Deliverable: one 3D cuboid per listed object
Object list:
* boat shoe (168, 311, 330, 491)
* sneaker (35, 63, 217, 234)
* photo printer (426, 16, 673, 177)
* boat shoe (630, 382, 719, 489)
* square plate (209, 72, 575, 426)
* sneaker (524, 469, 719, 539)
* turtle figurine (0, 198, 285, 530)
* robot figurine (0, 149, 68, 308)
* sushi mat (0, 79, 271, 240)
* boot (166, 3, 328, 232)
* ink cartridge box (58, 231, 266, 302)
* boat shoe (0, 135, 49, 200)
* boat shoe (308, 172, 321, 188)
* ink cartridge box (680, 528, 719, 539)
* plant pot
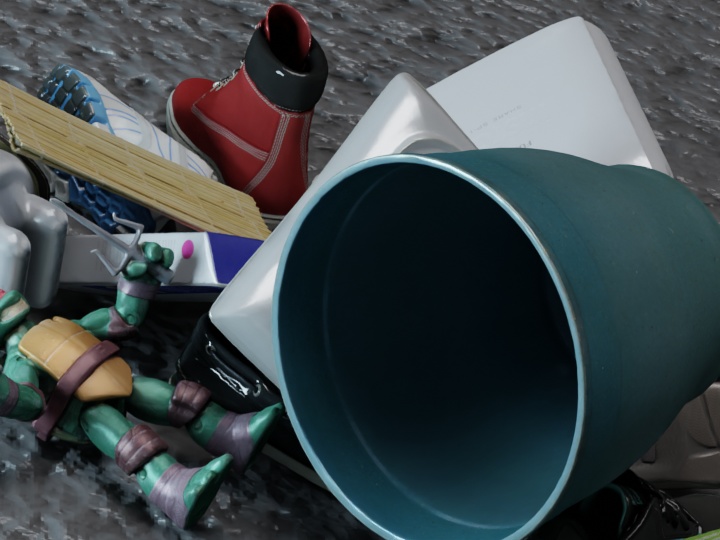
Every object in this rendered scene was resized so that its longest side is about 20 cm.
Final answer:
[{"bbox_3d":[-0.012,0.076,1.449,0.199,0.066,0.074,24,26,18],"label":"boat shoe"},{"bbox_3d":[-0.143,-0.063,1.677,0.086,0.075,0.200,1,36,-41],"label":"sneaker"},{"bbox_3d":[0.101,-0.052,1.573,0.166,0.070,0.200,-26,38,8],"label":"photo printer"},{"bbox_3d":[0.139,0.099,1.499,0.199,0.076,0.072,6,-9,1],"label":"boat shoe"},{"bbox_3d":[0.044,0.021,1.417,0.198,0.028,0.200,44,60,-11],"label":"square plate"},{"bbox_3d":[0.150,0.146,1.382,0.075,0.080,0.199,31,28,32],"label":"sneaker"},{"bbox_3d":[-0.146,0.049,1.390,0.200,0.101,0.150,35,54,7],"label":"turtle figurine"},{"bbox_3d":[-0.266,-0.034,1.481,0.199,0.113,0.170,24,27,18],"label":"robot figurine"},{"bbox_3d":[-0.133,-0.057,1.551,0.199,0.012,0.096,25,20,-30],"label":"sushi mat"},{"bbox_3d":[-0.073,-0.125,1.740,0.072,0.145,0.200,0,25,-23],"label":"boot"},{"bbox_3d":[-0.089,0.000,1.484,0.094,0.037,0.199,9,-4,-42],"label":"ink cartridge box"},{"bbox_3d":[-0.264,-0.083,1.620,0.200,0.072,0.066,24,28,29],"label":"boat shoe"},{"bbox_3d":[-0.001,0.000,1.556,0.071,0.066,0.201,-6,43,-2],"label":"boat shoe"},{"bbox_3d":[0.236,0.212,1.293,0.147,0.076,0.200,-10,33,-42],"label":"ink cartridge box"},{"bbox_3d":[0.089,0.026,1.324,0.200,0.201,0.187,32,30,32],"label":"plant pot"}]
